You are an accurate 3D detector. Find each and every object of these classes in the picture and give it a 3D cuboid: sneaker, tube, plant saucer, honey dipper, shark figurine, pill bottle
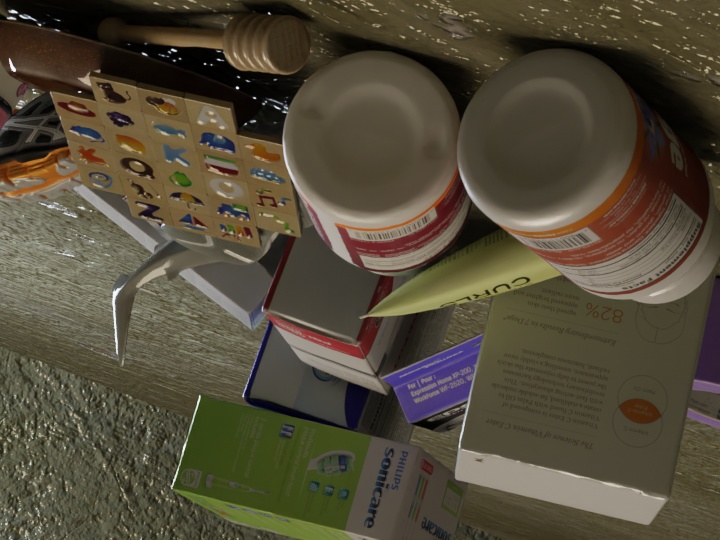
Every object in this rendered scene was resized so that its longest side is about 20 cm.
[{"bbox_3d":[-0.217,-0.108,1.856,0.200,0.077,0.078,-10,162,28],"label":"sneaker"},{"bbox_3d":[0.098,-0.006,1.642,0.200,0.052,0.058,-21,138,14],"label":"tube"},{"bbox_3d":[-0.169,-0.130,1.682,0.200,0.035,0.200,17,178,1],"label":"plant saucer"},{"bbox_3d":[-0.076,-0.060,1.753,0.070,0.080,0.200,30,152,-24],"label":"sneaker"},{"bbox_3d":[-0.110,-0.152,1.554,0.038,0.038,0.200,27,170,-41],"label":"honey dipper"},{"bbox_3d":[-0.098,-0.007,1.855,0.214,0.090,0.128,-24,161,-14],"label":"shark figurine"},{"bbox_3d":[0.016,-0.063,1.581,0.114,0.114,0.200,16,170,9],"label":"pill bottle"},{"bbox_3d":[0.147,-0.049,1.451,0.112,0.112,0.200,11,168,31],"label":"pill bottle"}]

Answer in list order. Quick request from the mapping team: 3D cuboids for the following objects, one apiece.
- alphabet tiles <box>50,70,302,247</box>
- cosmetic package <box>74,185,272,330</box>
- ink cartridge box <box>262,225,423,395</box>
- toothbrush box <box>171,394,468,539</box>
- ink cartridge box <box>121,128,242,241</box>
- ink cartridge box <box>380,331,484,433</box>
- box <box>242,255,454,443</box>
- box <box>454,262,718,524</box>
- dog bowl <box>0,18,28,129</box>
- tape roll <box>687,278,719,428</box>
[{"bbox_3d":[-0.125,-0.074,1.656,0.166,0.006,0.200,14,155,11],"label":"alphabet tiles"},{"bbox_3d":[-0.154,-0.035,2.003,0.200,0.051,0.083,38,169,6],"label":"cosmetic package"},{"bbox_3d":[0.000,0.000,1.839,0.083,0.147,0.200,19,169,11],"label":"ink cartridge box"},{"bbox_3d":[-0.032,0.178,1.973,0.200,0.086,0.146,13,168,23],"label":"toothbrush box"},{"bbox_3d":[-0.120,-0.065,1.859,0.099,0.039,0.200,-26,163,4],"label":"ink cartridge box"},{"bbox_3d":[0.128,0.071,1.921,0.198,0.043,0.200,-24,168,9],"label":"ink cartridge box"},{"bbox_3d":[-0.002,0.057,2.044,0.105,0.184,0.200,16,169,15],"label":"box"},{"bbox_3d":[0.162,0.063,1.719,0.152,0.200,0.106,14,165,4],"label":"box"},{"bbox_3d":[-0.339,-0.157,1.783,0.200,0.074,0.200,17,170,3],"label":"dog bowl"},{"bbox_3d":[0.318,0.076,1.897,0.200,0.085,0.200,17,169,4],"label":"tape roll"}]
